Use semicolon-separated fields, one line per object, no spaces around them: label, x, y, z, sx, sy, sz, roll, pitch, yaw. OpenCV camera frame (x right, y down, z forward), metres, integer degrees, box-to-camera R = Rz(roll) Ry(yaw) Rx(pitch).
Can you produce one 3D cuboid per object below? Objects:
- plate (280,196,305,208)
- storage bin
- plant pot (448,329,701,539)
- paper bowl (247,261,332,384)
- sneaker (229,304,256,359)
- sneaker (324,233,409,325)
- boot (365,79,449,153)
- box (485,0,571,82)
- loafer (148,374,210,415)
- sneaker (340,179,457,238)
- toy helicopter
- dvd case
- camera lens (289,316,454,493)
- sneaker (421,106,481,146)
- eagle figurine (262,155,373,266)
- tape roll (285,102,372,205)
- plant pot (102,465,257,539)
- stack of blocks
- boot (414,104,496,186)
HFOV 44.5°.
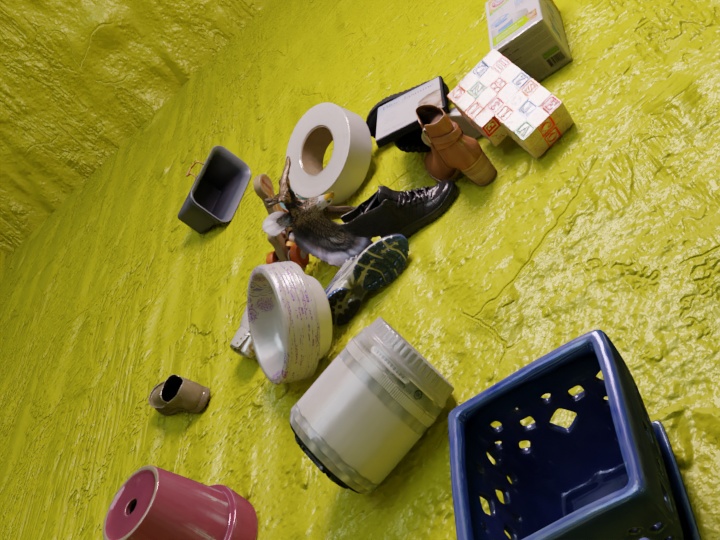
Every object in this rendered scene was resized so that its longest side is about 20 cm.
plate;-0.141;-0.151;1.960;0.199;0.026;0.202;-35;32;25
storage bin;-0.394;-0.201;2.267;0.134;0.145;0.203;-32;31;45
plant pot;0.217;0.218;0.869;0.198;0.180;0.202;-33;31;25
paper bowl;-0.116;0.086;1.504;0.200;0.102;0.205;172;90;-66
sneaker;-0.175;0.112;1.655;0.199;0.073;0.117;-23;39;54
sneaker;0.000;0.000;1.538;0.199;0.077;0.086;-42;25;12
boot;0.084;-0.284;1.752;0.209;0.079;0.160;-25;37;35
box;0.304;-0.440;1.611;0.111;0.101;0.202;-30;34;28
loafer;-0.373;0.243;1.766;0.198;0.067;0.077;-12;45;47
sneaker;0.067;-0.114;1.547;0.199;0.104;0.060;-38;30;19
toy helicopter;-0.154;-0.101;1.749;0.078;0.203;0.132;-15;18;30
dvd case;0.094;-0.298;1.636;0.141;0.018;0.201;-26;23;15
camera lens;0.012;0.187;1.206;0.201;0.160;0.160;-48;29;0
sneaker;0.203;-0.296;1.620;0.197;0.071;0.100;-24;35;27
eagle figurine;-0.074;-0.102;1.654;0.154;0.198;0.150;-63;24;-8
tape roll;-0.069;-0.241;1.840;0.200;0.070;0.207;-13;72;42
plant pot;-0.285;0.399;1.346;0.198;0.179;0.202;-33;33;25
stack of blocks;0.247;-0.270;1.471;0.115;0.058;0.201;-44;47;7
boot;0.139;-0.224;1.526;0.074;0.154;0.199;-53;29;-11
